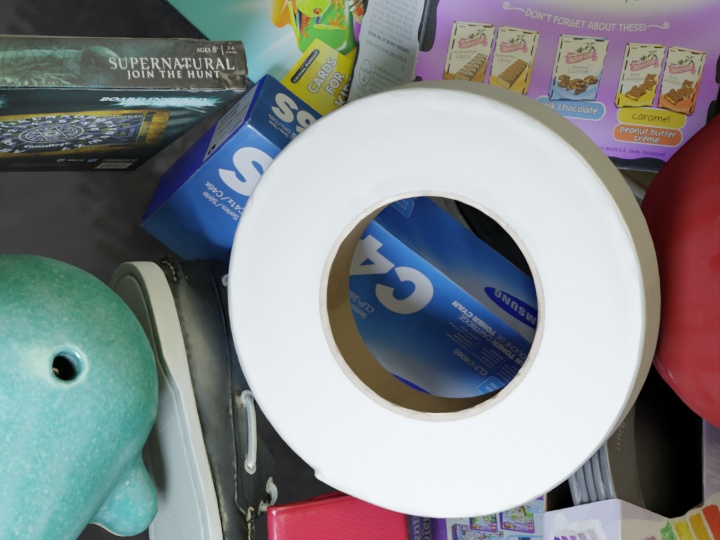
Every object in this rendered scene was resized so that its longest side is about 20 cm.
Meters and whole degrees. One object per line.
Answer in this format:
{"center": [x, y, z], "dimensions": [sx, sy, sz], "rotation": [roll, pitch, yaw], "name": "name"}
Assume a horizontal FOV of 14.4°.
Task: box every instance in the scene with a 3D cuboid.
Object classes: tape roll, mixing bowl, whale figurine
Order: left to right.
{"center": [-0.158, 0.088, 1.278], "dimensions": [0.159, 0.104, 0.200], "rotation": [20, 67, -23], "name": "whale figurine"}
{"center": [0.037, 0.014, 1.303], "dimensions": [0.203, 0.203, 0.037], "rotation": [61, 20, 0], "name": "tape roll"}
{"center": [0.195, 0.004, 1.339], "dimensions": [0.200, 0.108, 0.200], "rotation": [31, 53, -51], "name": "mixing bowl"}

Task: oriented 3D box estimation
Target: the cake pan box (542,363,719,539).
{"center": [0.158, 0.097, 1.399], "dimensions": [0.200, 0.052, 0.184], "rotation": [26, 57, -46], "name": "cake pan box"}

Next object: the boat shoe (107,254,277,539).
{"center": [-0.068, 0.089, 1.344], "dimensions": [0.060, 0.076, 0.200], "rotation": [-6, 83, -30], "name": "boat shoe"}

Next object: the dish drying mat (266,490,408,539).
{"center": [-0.005, 0.204, 1.347], "dimensions": [0.077, 0.018, 0.200], "rotation": [-8, 96, -30], "name": "dish drying mat"}

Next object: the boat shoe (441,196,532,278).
{"center": [0.081, -0.063, 1.477], "dimensions": [0.074, 0.066, 0.199], "rotation": [-34, 93, -31], "name": "boat shoe"}

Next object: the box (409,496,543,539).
{"center": [0.121, 0.165, 1.448], "dimensions": [0.200, 0.039, 0.137], "rotation": [5, 72, -28], "name": "box"}

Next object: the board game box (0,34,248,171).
{"center": [-0.169, -0.075, 1.303], "dimensions": [0.200, 0.135, 0.028], "rotation": [-1, 76, -30], "name": "board game box"}

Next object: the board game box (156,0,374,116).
{"center": [-0.021, -0.161, 1.378], "dimensions": [0.200, 0.047, 0.151], "rotation": [42, 86, -28], "name": "board game box"}

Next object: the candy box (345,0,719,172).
{"center": [0.097, -0.155, 1.365], "dimensions": [0.168, 0.072, 0.200], "rotation": [5, 103, -25], "name": "candy box"}

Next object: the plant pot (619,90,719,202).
{"center": [0.219, -0.129, 1.501], "dimensions": [0.174, 0.200, 0.200], "rotation": [-15, 81, -66], "name": "plant pot"}

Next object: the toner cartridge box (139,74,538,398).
{"center": [0.000, 0.000, 1.393], "dimensions": [0.200, 0.095, 0.043], "rotation": [37, 41, -14], "name": "toner cartridge box"}
